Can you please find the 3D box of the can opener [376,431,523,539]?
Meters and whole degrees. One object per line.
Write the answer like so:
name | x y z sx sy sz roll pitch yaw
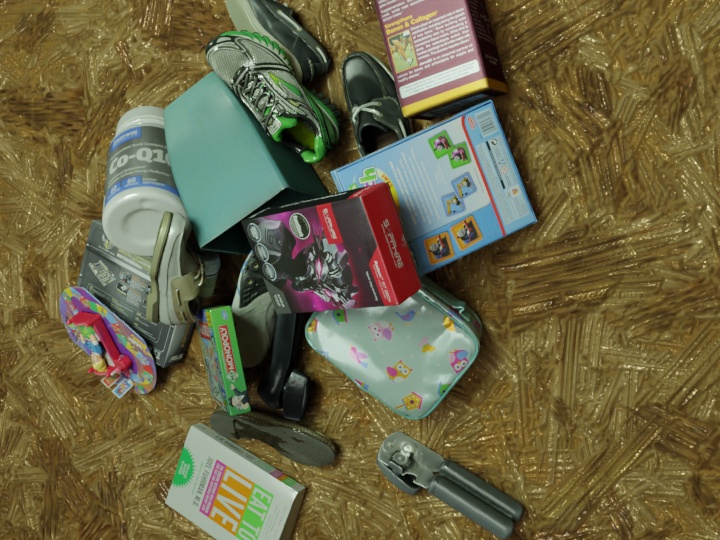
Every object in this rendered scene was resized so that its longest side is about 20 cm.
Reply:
can opener | 0.110 0.279 1.019 0.199 0.053 0.067 29 140 19

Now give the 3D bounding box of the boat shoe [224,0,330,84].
boat shoe | -0.118 -0.323 1.044 0.200 0.067 0.072 51 158 17

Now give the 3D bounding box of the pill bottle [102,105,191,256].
pill bottle | -0.286 -0.126 1.068 0.114 0.113 0.201 -38 42 25

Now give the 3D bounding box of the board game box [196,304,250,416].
board game box | -0.190 0.115 1.071 0.029 0.200 0.136 -12 91 -17

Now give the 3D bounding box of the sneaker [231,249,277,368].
sneaker | -0.141 0.036 1.080 0.071 0.073 0.201 9 114 -21

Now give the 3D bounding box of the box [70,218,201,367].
box | -0.337 0.031 1.195 0.199 0.048 0.159 24 105 21

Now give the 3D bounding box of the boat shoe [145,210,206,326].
boat shoe | -0.230 0.000 1.008 0.068 0.075 0.200 12 142 -8

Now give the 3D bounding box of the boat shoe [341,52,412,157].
boat shoe | 0.022 -0.184 0.971 0.071 0.068 0.201 -24 76 23

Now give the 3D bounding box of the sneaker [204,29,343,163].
sneaker | -0.104 -0.212 0.965 0.200 0.085 0.078 37 128 -19

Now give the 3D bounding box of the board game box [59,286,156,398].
board game box | -0.395 0.117 1.191 0.200 0.039 0.158 39 138 6

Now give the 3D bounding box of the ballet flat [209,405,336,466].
ballet flat | -0.121 0.226 1.119 0.199 0.046 0.068 10 124 22

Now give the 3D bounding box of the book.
book | -0.185 0.330 1.165 0.199 0.048 0.135 24 102 23

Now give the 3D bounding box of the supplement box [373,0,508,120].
supplement box | 0.088 -0.290 0.927 0.110 0.086 0.202 -14 91 27

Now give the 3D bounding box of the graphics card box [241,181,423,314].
graphics card box | -0.036 -0.020 0.887 0.199 0.051 0.126 -5 110 43

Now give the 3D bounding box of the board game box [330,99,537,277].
board game box | 0.085 -0.084 0.907 0.199 0.037 0.152 -25 102 -9

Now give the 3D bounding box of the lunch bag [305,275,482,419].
lunch bag | 0.048 0.074 0.978 0.199 0.077 0.161 37 107 0

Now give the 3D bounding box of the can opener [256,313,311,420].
can opener | -0.097 0.105 1.073 0.078 0.063 0.202 9 110 6

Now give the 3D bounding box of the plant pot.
plant pot | -0.163 -0.144 1.035 0.141 0.141 0.201 -33 76 17

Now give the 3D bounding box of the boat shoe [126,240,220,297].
boat shoe | -0.282 -0.020 1.101 0.199 0.072 0.062 23 115 27
